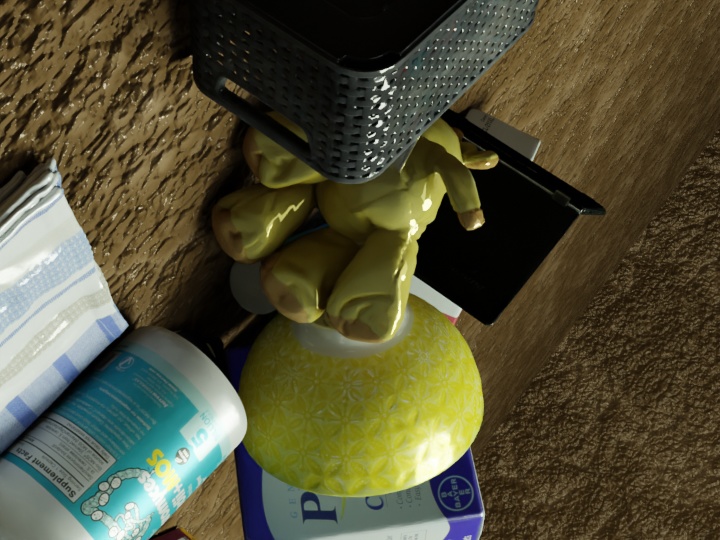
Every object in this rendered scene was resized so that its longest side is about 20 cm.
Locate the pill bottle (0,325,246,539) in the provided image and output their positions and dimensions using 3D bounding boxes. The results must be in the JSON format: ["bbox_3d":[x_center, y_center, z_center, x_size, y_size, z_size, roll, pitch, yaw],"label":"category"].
[{"bbox_3d":[-0.177,0.138,0.749,0.200,0.111,0.111,-46,161,-29],"label":"pill bottle"}]

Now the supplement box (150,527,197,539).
[{"bbox_3d":[-0.207,0.374,1.116,0.200,0.110,0.086,-59,162,11],"label":"supplement box"}]

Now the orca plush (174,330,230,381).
[{"bbox_3d":[-0.133,0.128,0.918,0.105,0.071,0.200,-38,156,-45],"label":"orca plush"}]

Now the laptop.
[{"bbox_3d":[0.093,-0.057,0.987,0.116,0.187,0.200,-58,163,13],"label":"laptop"}]

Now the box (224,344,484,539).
[{"bbox_3d":[-0.009,0.157,0.982,0.199,0.184,0.105,-8,152,-4],"label":"box"}]

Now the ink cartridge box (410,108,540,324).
[{"bbox_3d":[0.101,-0.044,1.162,0.146,0.083,0.200,-57,171,-52],"label":"ink cartridge box"}]

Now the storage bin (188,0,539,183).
[{"bbox_3d":[0.010,-0.164,0.641,0.200,0.135,0.094,-46,161,-28],"label":"storage bin"}]

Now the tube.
[{"bbox_3d":[-0.044,-0.009,0.960,0.077,0.050,0.200,-50,171,23],"label":"tube"}]

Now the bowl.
[{"bbox_3d":[-0.003,0.066,0.867,0.200,0.200,0.108,-40,138,-41],"label":"bowl"}]

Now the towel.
[{"bbox_3d":[-0.203,0.038,0.640,0.147,0.024,0.200,-48,162,-21],"label":"towel"}]

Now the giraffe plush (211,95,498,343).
[{"bbox_3d":[0.012,-0.066,0.820,0.200,0.173,0.162,-44,-179,25],"label":"giraffe plush"}]
